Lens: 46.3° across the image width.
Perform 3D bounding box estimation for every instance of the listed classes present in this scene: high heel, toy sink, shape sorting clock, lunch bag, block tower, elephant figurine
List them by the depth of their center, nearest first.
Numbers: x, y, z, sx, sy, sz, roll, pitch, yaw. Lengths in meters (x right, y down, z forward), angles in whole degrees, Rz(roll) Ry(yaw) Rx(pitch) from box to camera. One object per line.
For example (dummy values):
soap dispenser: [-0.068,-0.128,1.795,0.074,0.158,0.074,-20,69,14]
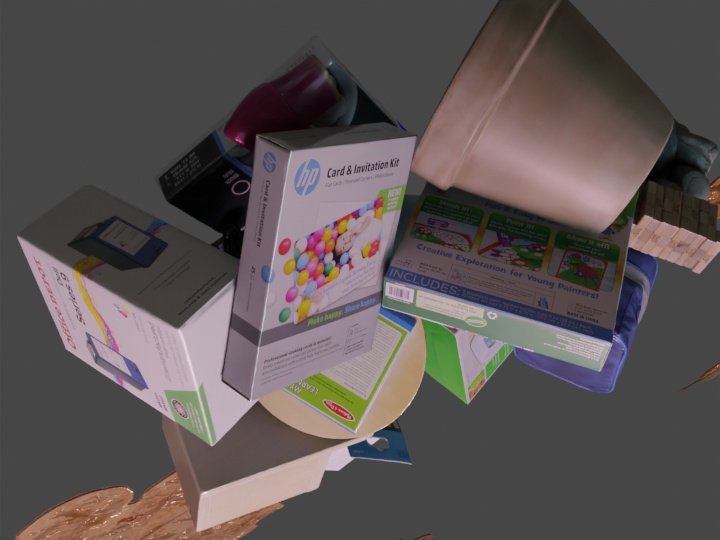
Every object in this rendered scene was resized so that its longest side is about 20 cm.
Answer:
high heel: [-0.040,-0.083,0.725,0.095,0.068,0.201,-37,144,-7]
shape sorting clock: [-0.032,0.067,0.808,0.199,0.201,0.039,-38,-177,19]
block tower: [0.285,-0.066,0.901,0.196,0.058,0.054,22,144,2]
toy sink: [-0.101,0.172,0.908,0.197,0.132,0.113,-16,149,-23]
lunch bag: [0.260,0.034,0.979,0.134,0.134,0.201,-61,161,-23]
elephant figurine: [0.334,-0.109,1.031,0.138,0.159,0.200,11,175,2]

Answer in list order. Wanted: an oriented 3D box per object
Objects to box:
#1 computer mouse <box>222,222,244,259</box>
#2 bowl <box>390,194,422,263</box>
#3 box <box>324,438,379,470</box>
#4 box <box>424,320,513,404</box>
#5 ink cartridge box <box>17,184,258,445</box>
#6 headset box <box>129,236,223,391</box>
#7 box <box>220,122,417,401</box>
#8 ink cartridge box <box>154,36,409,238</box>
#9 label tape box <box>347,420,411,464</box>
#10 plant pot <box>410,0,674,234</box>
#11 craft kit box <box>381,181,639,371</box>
computer mouse: [-0.162,0.050,0.821,0.197,0.143,0.046,-20,170,28]
bowl: [0.000,0.000,0.883,0.103,0.203,0.202,21,133,-13]
box: [-0.079,0.190,1.145,0.097,0.126,0.199,-40,148,22]
box: [0.147,0.039,1.062,0.176,0.096,0.201,-45,150,-17]
ink cartridge box: [-0.181,0.035,0.720,0.087,0.198,0.147,-42,145,-34]
headset box: [-0.146,0.075,0.946,0.173,0.094,0.200,-34,150,11]
box: [-0.032,-0.012,0.677,0.155,0.041,0.204,-16,124,-50]
ink cartridge box: [-0.058,-0.099,0.803,0.197,0.044,0.199,-38,149,14]
label tape box: [-0.027,0.163,1.068,0.066,0.203,0.142,-37,149,23]
plant pot: [0.162,-0.126,0.725,0.202,0.172,0.200,-57,177,-5]
craft kit box: [0.140,-0.023,0.766,0.196,0.199,0.049,16,142,12]
